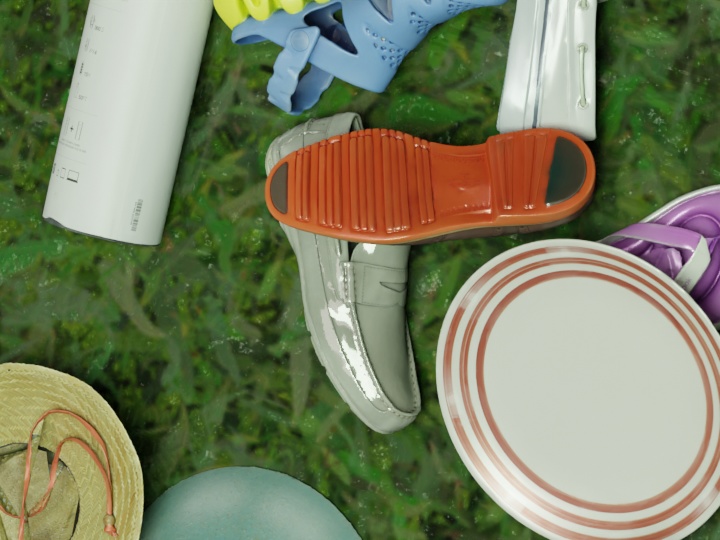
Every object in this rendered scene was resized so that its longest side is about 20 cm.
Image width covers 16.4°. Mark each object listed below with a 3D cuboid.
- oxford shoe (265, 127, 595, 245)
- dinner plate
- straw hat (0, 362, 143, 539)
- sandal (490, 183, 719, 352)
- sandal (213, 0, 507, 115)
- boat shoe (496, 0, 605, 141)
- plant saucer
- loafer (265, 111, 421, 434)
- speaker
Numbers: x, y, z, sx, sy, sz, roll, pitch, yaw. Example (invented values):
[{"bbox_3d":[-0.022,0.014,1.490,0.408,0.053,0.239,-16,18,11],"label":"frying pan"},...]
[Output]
[{"bbox_3d":[0.043,-0.041,1.502,0.198,0.073,0.072,0,73,8],"label":"oxford shoe"},{"bbox_3d":[0.137,0.074,1.488,0.199,0.024,0.202,12,116,25],"label":"dinner plate"},{"bbox_3d":[-0.218,0.156,1.630,0.199,0.085,0.203,0,89,15],"label":"straw hat"},{"bbox_3d":[0.165,0.007,1.484,0.201,0.050,0.083,-21,83,22],"label":"sandal"},{"bbox_3d":[0.006,-0.150,1.540,0.199,0.079,0.088,-10,91,31],"label":"sandal"},{"bbox_3d":[0.127,-0.175,1.496,0.066,0.074,0.202,8,101,4],"label":"boat shoe"},{"bbox_3d":[-0.081,0.228,1.598,0.199,0.039,0.203,1,92,22],"label":"plant saucer"},{"bbox_3d":[0.000,0.000,1.543,0.069,0.070,0.202,-23,81,30],"label":"loafer"},{"bbox_3d":[-0.144,-0.122,1.596,0.081,0.081,0.202,15,97,22],"label":"speaker"}]
